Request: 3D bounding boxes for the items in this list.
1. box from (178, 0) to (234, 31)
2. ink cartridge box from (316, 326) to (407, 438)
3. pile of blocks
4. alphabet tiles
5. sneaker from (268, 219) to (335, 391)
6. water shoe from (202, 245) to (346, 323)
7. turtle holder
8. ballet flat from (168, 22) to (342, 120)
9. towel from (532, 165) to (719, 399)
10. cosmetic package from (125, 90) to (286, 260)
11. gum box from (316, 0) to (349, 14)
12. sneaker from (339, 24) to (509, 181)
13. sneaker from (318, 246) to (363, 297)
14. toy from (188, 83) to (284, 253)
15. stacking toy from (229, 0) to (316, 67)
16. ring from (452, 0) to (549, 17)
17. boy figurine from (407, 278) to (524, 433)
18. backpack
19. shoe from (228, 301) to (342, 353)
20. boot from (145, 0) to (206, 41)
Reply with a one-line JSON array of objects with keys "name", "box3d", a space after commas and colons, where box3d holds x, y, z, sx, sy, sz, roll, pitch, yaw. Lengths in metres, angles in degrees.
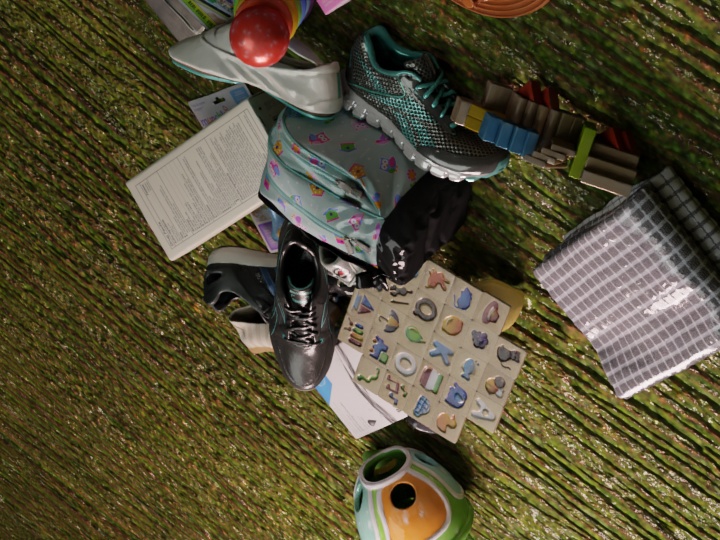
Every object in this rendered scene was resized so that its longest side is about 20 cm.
[{"name": "box", "box3d": [-0.151, -0.310, 1.686, 0.200, 0.035, 0.110, 44, 132, -16]}, {"name": "ink cartridge box", "box3d": [0.027, 0.107, 1.936, 0.116, 0.067, 0.200, 51, 146, -5]}, {"name": "pile of blocks", "box3d": [0.168, -0.131, 1.533, 0.199, 0.082, 0.063, 25, 106, 26]}, {"name": "alphabet tiles", "box3d": [0.071, 0.076, 1.747, 0.199, 0.006, 0.168, 30, 116, 21]}, {"name": "sneaker", "box3d": [-0.068, 0.039, 1.846, 0.074, 0.079, 0.203, 0, 106, 6]}, {"name": "water shoe", "box3d": [-0.083, 0.025, 1.923, 0.198, 0.080, 0.071, 7, 167, 21]}, {"name": "turtle holder", "box3d": [0.059, 0.272, 2.025, 0.140, 0.186, 0.133, -22, 111, 21]}, {"name": "ballet flat", "box3d": [-0.099, -0.210, 1.675, 0.198, 0.070, 0.070, 23, 140, 24]}, {"name": "towel", "box3d": [0.262, 0.018, 1.570, 0.166, 0.085, 0.200, 49, 146, 0]}, {"name": "cosmetic package", "box3d": [-0.147, -0.105, 1.842, 0.199, 0.073, 0.104, -29, 93, 34]}, {"name": "gum box", "box3d": [0.001, -0.319, 1.507, 0.114, 0.066, 0.200, 58, 153, -5]}, {"name": "sneaker", "box3d": [0.060, -0.162, 1.628, 0.199, 0.078, 0.092, 33, 140, 18]}, {"name": "sneaker", "box3d": [0.000, 0.000, 1.811, 0.074, 0.088, 0.202, -21, 99, 46]}, {"name": "toy", "box3d": [-0.125, -0.104, 1.910, 0.115, 0.047, 0.201, -11, 116, 50]}, {"name": "stacking toy", "box3d": [-0.083, -0.240, 1.564, 0.084, 0.200, 0.086, 0, 115, 1]}, {"name": "ring", "box3d": [0.095, -0.308, 1.488, 0.199, 0.019, 0.202, 30, 142, 26]}, {"name": "boy figurine", "box3d": [0.106, 0.077, 1.791, 0.064, 0.125, 0.201, 13, 128, -19]}, {"name": "backpack", "box3d": [-0.002, -0.089, 1.696, 0.199, 0.167, 0.128, 30, 127, 18]}, {"name": "shoe", "box3d": [-0.093, 0.060, 2.018, 0.053, 0.070, 0.199, 49, 149, -18]}, {"name": "boot", "box3d": [-0.214, -0.337, 1.757, 0.201, 0.072, 0.182, 52, 159, 5]}]
